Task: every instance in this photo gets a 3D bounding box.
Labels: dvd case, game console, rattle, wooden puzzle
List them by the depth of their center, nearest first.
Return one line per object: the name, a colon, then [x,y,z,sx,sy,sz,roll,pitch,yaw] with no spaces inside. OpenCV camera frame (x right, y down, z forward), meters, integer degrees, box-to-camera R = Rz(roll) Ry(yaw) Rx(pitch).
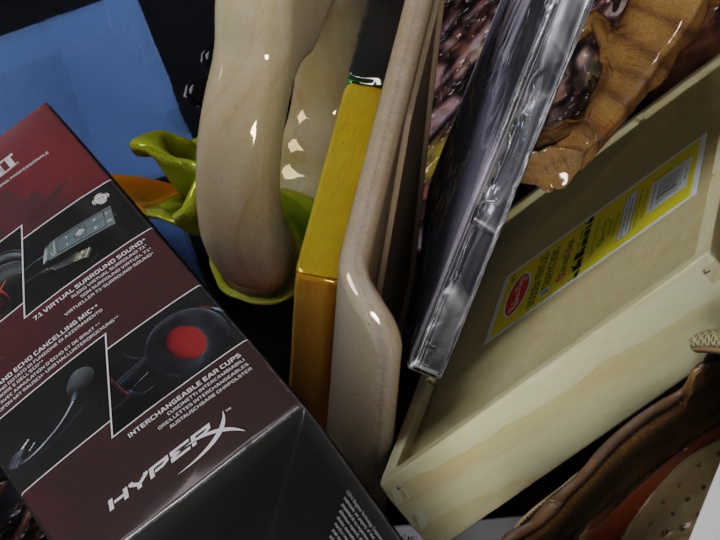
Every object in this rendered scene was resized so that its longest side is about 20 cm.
dvd case: [0.050,-0.065,0.922,0.200,0.016,0.149,-78,8,-72]
wooden puzzle: [0.000,0.000,0.925,0.185,0.037,0.200,95,-178,-48]
rattle: [-0.061,-0.094,0.959,0.143,0.200,0.130,23,47,28]
game console: [-0.115,-0.020,1.046,0.200,0.031,0.177,-20,72,-8]

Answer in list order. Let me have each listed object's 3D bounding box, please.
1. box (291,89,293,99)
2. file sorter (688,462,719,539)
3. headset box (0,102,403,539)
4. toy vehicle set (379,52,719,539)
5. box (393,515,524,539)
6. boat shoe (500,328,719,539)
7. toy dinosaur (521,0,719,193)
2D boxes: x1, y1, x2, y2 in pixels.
box: [-0.079,-0.058,1.146,0.100,0.095,0.200,-6,53,57]
file sorter: [0.134,0.097,0.600,0.124,0.139,0.200,16,60,20]
headset box: [-0.055,0.054,0.793,0.075,0.149,0.200,-37,39,-5]
toy vehicle set: [0.077,0.000,0.876,0.124,0.027,0.200,-37,12,23]
box: [0.012,0.163,0.786,0.156,0.041,0.200,-8,46,29]
boat shoe: [0.118,0.045,0.746,0.202,0.075,0.075,-41,43,-10]
toy dinosaur: [0.115,-0.112,0.951,0.200,0.060,0.106,-64,9,7]
